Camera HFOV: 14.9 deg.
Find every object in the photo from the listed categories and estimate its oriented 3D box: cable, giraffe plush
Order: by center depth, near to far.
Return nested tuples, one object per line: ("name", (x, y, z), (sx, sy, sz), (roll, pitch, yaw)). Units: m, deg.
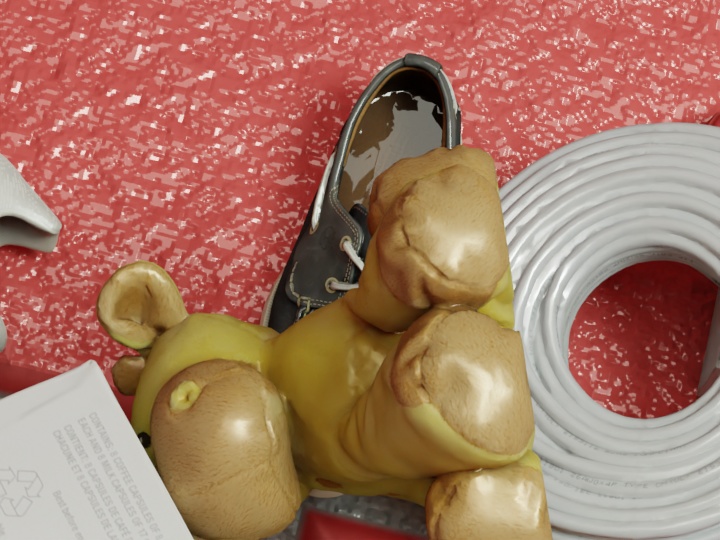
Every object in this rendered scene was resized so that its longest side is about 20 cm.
("giraffe plush", (-0.016, 0.049, 1.049), (0.161, 0.200, 0.174), (-9, 82, 3))
("cable", (0.122, 0.031, 1.170), (0.199, 0.069, 0.201), (3, 71, 19))

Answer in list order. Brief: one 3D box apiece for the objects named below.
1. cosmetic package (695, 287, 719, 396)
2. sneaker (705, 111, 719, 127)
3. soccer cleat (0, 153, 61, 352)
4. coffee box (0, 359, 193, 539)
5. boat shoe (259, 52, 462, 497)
("cosmetic package", (0.257, 0.038, 1.231), (0.199, 0.051, 0.083), (15, 68, 0))
("sneaker", (0.256, -0.051, 1.231), (0.199, 0.116, 0.079), (13, 68, -1))
("soccer cleat", (-0.204, 0.031, 1.173), (0.086, 0.070, 0.200), (36, 72, -2))
("coffee box", (-0.148, 0.188, 1.047), (0.199, 0.198, 0.200), (-24, 72, -17))
("boat shoe", (0.000, 0.000, 1.210), (0.071, 0.068, 0.201), (17, 69, -2))
